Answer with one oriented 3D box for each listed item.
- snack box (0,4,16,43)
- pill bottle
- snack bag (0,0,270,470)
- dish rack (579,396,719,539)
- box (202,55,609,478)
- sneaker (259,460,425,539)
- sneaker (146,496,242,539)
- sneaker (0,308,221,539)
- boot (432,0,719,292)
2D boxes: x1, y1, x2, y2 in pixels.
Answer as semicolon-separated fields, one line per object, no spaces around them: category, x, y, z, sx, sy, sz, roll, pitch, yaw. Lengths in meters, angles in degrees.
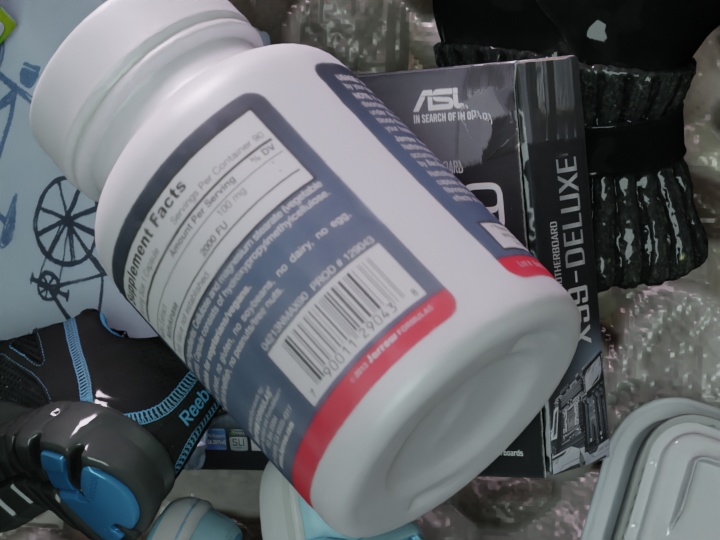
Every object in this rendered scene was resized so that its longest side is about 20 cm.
snack box;-0.233;-0.098;1.046;0.053;0.200;0.142;36;84;29
pill bottle;-0.026;-0.012;1.000;0.120;0.120;0.200;-47;68;10
snack bag;-0.127;-0.030;1.131;0.199;0.021;0.189;13;96;31
dish rack;0.161;0.161;1.081;0.171;0.044;0.201;19;78;-6
box;0.000;0.000;1.091;0.200;0.050;0.158;-1;96;37
sneaker;0.038;0.143;1.032;0.082;0.074;0.200;-34;84;35
sneaker;-0.031;0.188;1.013;0.130;0.080;0.201;6;78;7
sneaker;-0.129;0.058;1.088;0.200;0.082;0.073;7;137;45
boot;0.125;-0.076;1.085;0.210;0.079;0.158;-11;90;25
